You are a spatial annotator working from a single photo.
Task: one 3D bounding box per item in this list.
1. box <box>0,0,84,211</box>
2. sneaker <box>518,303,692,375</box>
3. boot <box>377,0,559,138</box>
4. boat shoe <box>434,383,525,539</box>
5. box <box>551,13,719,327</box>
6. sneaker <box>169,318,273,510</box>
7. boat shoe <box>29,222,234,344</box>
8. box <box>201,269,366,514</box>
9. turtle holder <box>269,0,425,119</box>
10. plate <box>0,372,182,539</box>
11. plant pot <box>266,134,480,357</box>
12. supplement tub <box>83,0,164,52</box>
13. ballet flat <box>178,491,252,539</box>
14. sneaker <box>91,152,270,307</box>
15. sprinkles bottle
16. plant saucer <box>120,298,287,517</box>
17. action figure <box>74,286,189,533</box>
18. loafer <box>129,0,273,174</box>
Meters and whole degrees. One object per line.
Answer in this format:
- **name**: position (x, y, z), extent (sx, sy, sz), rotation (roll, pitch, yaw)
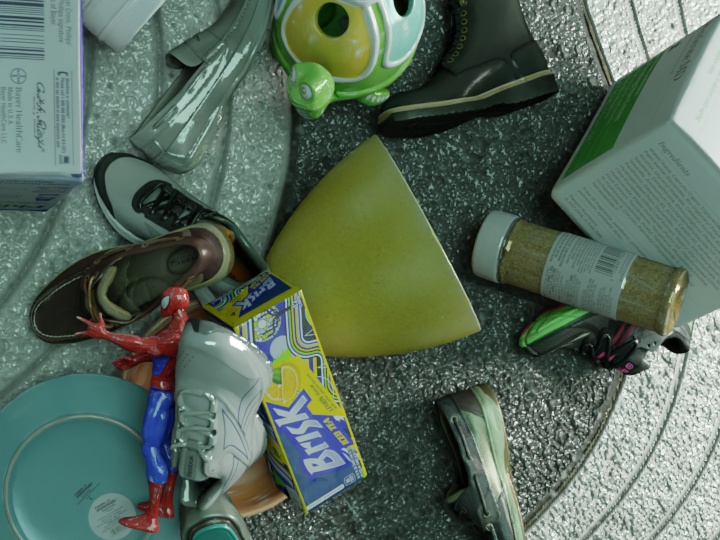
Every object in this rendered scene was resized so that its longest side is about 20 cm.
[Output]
- **box**: position (-0.292, -0.150, 1.124), extent (0.104, 0.200, 0.185), rotation (0, 86, -22)
- **sneaker**: position (0.254, 0.065, 1.382), extent (0.199, 0.077, 0.084), rotation (-7, 84, -20)
- **boot**: position (0.087, -0.213, 1.349), extent (0.199, 0.077, 0.139), rotation (-17, 86, -32)
- **boat shoe**: position (0.112, 0.212, 1.324), extent (0.066, 0.072, 0.202), rotation (-10, 89, -11)
- **box**: position (0.332, -0.097, 1.341), extent (0.200, 0.171, 0.199), rotation (45, 49, -12)
- **sneaker**: position (-0.117, 0.119, 1.103), extent (0.074, 0.201, 0.087), rotation (16, 49, 18)
- **boat shoe**: position (-0.205, 0.014, 1.165), extent (0.199, 0.072, 0.072), rotation (-19, 92, 19)
- **box**: position (-0.063, 0.106, 1.187), extent (0.070, 0.064, 0.201), rotation (-29, 120, -20)
- **turtle holder**: position (-0.022, -0.228, 1.247), extent (0.185, 0.132, 0.141), rotation (-36, 76, -21)
- **plate**: position (-0.236, 0.189, 1.187), extent (0.199, 0.026, 0.201), rotation (-1, 93, -9)
- **plant pot**: position (0.000, 0.000, 1.245), extent (0.142, 0.200, 0.201), rotation (-29, 97, 1)
- **supplement tub**: position (-0.243, -0.302, 1.192), extent (0.200, 0.132, 0.132), rotation (42, 73, -14)
- **ballet flat**: position (-0.109, 0.266, 1.224), extent (0.067, 0.064, 0.201), rotation (-19, 126, -3)
- **sneaker**: position (-0.151, -0.039, 1.219), extent (0.200, 0.079, 0.074), rotation (41, 59, 4)
- **sprinkles bottle**: position (0.208, 0.002, 1.317), extent (0.199, 0.068, 0.069), rotation (19, 77, 21)
- **plant saucer**: position (-0.125, 0.124, 1.254), extent (0.199, 0.037, 0.201), rotation (2, 85, -20)
- **action figure**: position (-0.188, 0.105, 1.140), extent (0.098, 0.065, 0.201), rotation (14, 100, 8)
- **loafer**: position (-0.142, -0.186, 1.254), extent (0.070, 0.070, 0.201), rotation (30, 76, -23)
